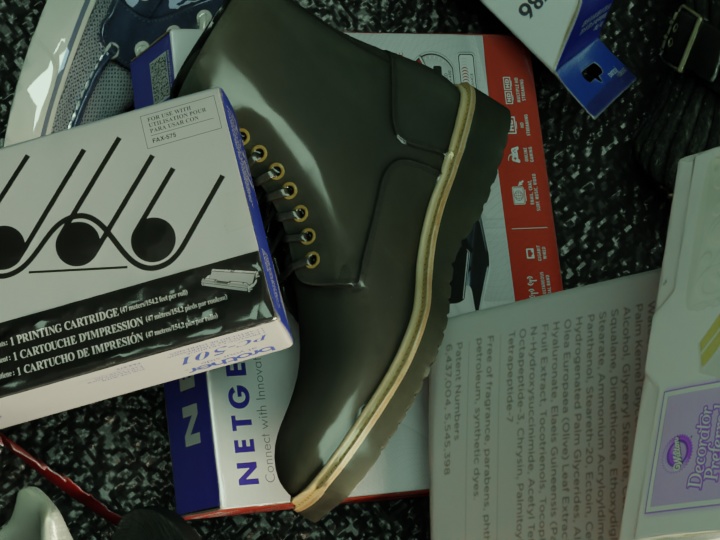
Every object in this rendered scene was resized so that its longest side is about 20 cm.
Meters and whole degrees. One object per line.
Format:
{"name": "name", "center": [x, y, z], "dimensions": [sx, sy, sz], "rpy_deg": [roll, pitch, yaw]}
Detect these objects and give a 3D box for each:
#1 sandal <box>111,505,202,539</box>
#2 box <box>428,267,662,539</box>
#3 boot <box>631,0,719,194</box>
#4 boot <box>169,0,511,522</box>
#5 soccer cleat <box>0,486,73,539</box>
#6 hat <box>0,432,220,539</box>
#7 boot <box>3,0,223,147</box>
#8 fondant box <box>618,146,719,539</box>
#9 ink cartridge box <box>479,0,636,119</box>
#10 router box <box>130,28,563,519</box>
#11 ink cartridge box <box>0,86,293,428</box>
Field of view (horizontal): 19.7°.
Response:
{"name": "sandal", "center": [-0.089, 0.198, 0.841], "dimensions": [0.048, 0.075, 0.202], "rpy_deg": [4, 86, -48]}
{"name": "box", "center": [0.151, 0.113, 0.829], "dimensions": [0.198, 0.171, 0.202], "rpy_deg": [10, 75, -38]}
{"name": "boot", "center": [0.166, -0.127, 0.961], "dimensions": [0.079, 0.212, 0.159], "rpy_deg": [2, 120, -11]}
{"name": "boot", "center": [-0.033, -0.015, 0.821], "dimensions": [0.138, 0.077, 0.201], "rpy_deg": [30, 54, -15]}
{"name": "soccer cleat", "center": [-0.195, 0.142, 0.786], "dimensions": [0.199, 0.070, 0.087], "rpy_deg": [-22, 126, -31]}
{"name": "hat", "center": [-0.205, 0.065, 0.896], "dimensions": [0.165, 0.176, 0.201], "rpy_deg": [-35, 64, 13]}
{"name": "boot", "center": [-0.089, -0.108, 0.923], "dimensions": [0.090, 0.073, 0.201], "rpy_deg": [18, 75, 1]}
{"name": "fondant box", "center": [0.184, 0.060, 0.719], "dimensions": [0.199, 0.058, 0.145], "rpy_deg": [27, 63, -31]}
{"name": "ink cartridge box", "center": [0.058, -0.160, 0.948], "dimensions": [0.200, 0.099, 0.039], "rpy_deg": [46, 114, 1]}
{"name": "router box", "center": [0.000, 0.000, 0.898], "dimensions": [0.178, 0.049, 0.202], "rpy_deg": [-3, 81, -29]}
{"name": "ink cartridge box", "center": [-0.132, 0.007, 0.771], "dimensions": [0.198, 0.044, 0.095], "rpy_deg": [-15, 74, 2]}
